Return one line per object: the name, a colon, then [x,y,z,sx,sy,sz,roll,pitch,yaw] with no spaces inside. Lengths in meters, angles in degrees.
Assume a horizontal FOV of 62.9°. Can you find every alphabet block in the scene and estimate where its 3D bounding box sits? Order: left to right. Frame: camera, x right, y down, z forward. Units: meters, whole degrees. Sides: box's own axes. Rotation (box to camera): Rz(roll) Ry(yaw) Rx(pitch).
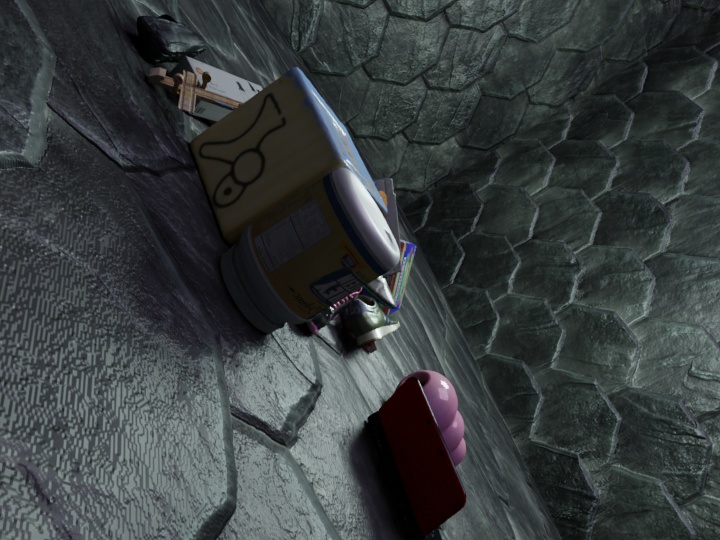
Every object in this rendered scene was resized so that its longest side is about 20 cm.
alphabet block: [-0.105,-0.140,0.892,0.196,0.199,0.197,39,24,-61]

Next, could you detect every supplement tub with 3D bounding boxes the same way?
supplement tub: [-0.064,-0.022,0.759,0.145,0.199,0.145,55,12,-18]

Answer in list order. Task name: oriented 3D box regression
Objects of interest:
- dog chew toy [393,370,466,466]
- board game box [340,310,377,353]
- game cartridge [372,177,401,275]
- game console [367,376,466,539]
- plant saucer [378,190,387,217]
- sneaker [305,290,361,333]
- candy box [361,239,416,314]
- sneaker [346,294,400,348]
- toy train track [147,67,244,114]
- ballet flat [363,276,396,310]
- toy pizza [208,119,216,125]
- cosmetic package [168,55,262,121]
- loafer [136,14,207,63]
dog chew toy: [0.139,0.289,1.108,0.125,0.123,0.202,-92,157,-69]
board game box: [-0.024,0.065,1.200,0.103,0.019,0.201,48,16,-51]
game cartridge: [0.020,-0.083,1.225,0.038,0.128,0.203,19,-61,60]
game console: [0.099,0.293,0.895,0.172,0.118,0.201,46,18,-51]
plant saucer: [-0.021,-0.060,1.052,0.037,0.200,0.200,46,10,3]
sneaker: [-0.046,0.042,0.962,0.080,0.095,0.200,61,12,-1]
candy box: [0.067,0.008,1.382,0.076,0.171,0.200,16,5,13]
sneaker: [0.023,0.085,1.126,0.091,0.067,0.200,66,15,5]
toy train track: [-0.213,-0.267,0.883,0.198,0.033,0.115,14,40,-25]
ballet flat: [0.000,0.000,1.151,0.199,0.064,0.067,33,-4,18]
toy pizza: [-0.227,-0.263,1.102,0.201,0.032,0.201,57,11,-17]
cosmetic package: [-0.228,-0.298,1.017,0.083,0.050,0.199,58,24,13]
loafer: [-0.304,-0.382,0.961,0.201,0.067,0.071,-77,144,-70]
